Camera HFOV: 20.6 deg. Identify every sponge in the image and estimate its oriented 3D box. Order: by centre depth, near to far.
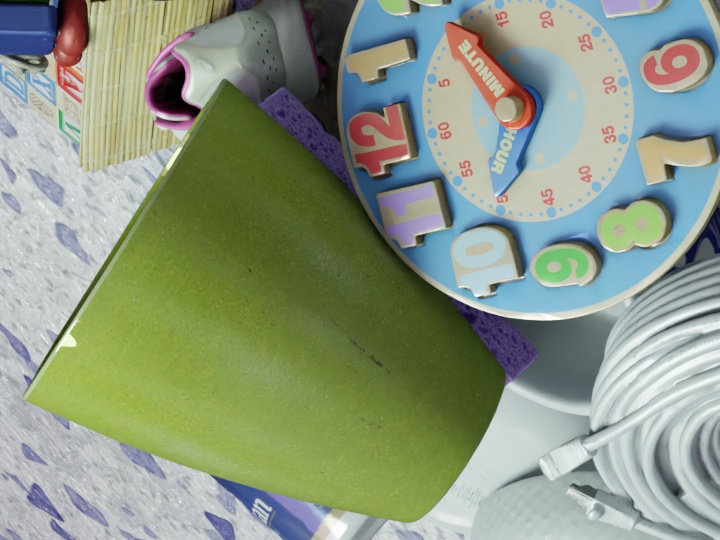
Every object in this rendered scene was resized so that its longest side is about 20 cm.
[{"bbox_3d":[0.000,0.000,1.084,0.200,0.030,0.112,47,148,0],"label":"sponge"}]

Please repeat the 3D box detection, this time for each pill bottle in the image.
[{"bbox_3d":[-0.063,0.119,1.459,0.200,0.111,0.111,40,154,13],"label":"pill bottle"}]

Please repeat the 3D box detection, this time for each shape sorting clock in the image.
[{"bbox_3d":[0.076,-0.075,0.918,0.200,0.039,0.200,7,103,31],"label":"shape sorting clock"}]

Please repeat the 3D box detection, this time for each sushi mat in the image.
[{"bbox_3d":[-0.126,-0.125,1.219,0.012,0.096,0.200,61,160,20],"label":"sushi mat"}]

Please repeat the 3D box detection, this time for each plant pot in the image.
[{"bbox_3d":[-0.035,0.037,0.994,0.200,0.187,0.187,33,156,-7],"label":"plant pot"}]

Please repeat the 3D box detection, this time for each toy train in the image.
[{"bbox_3d":[-0.202,-0.176,1.142,0.200,0.085,0.116,-173,84,-80],"label":"toy train"}]

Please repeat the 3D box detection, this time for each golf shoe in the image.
[{"bbox_3d":[-0.091,-0.109,1.141,0.200,0.091,0.075,-26,81,67],"label":"golf shoe"}]

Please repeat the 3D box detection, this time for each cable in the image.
[{"bbox_3d":[0.210,0.071,0.938,0.200,0.069,0.200,24,139,-11],"label":"cable"}]

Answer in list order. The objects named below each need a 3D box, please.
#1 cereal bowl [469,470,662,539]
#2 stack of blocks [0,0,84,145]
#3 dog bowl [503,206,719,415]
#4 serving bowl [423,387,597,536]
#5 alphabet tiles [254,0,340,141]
[{"bbox_3d":[0.159,0.201,1.180,0.200,0.083,0.200,8,148,5],"label":"cereal bowl"},{"bbox_3d":[-0.176,-0.160,1.275,0.115,0.059,0.200,40,154,13],"label":"stack of blocks"},{"bbox_3d":[0.092,-0.023,1.049,0.200,0.079,0.200,35,153,21],"label":"dog bowl"},{"bbox_3d":[0.063,0.109,1.223,0.200,0.066,0.200,18,147,12],"label":"serving bowl"},{"bbox_3d":[-0.039,-0.054,1.178,0.166,0.006,0.200,47,144,47],"label":"alphabet tiles"}]
